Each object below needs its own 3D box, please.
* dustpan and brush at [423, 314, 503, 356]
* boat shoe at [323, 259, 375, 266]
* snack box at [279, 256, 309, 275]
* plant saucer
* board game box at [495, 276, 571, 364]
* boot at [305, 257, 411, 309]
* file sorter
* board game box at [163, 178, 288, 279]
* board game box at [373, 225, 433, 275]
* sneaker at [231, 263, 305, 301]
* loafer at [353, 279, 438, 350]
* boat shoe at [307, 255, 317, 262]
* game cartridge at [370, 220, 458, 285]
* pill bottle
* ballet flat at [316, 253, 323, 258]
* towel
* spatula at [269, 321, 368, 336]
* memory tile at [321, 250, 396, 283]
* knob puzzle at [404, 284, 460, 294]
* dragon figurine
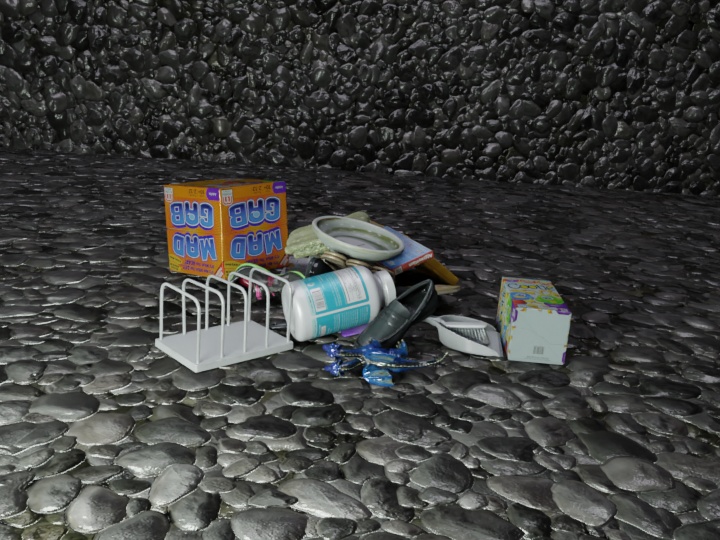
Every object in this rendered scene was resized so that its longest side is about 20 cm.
[{"bbox_3d":[0.168,0.108,1.458,0.199,0.058,0.140,4,16,6],"label":"dustpan and brush"},{"bbox_3d":[-0.024,0.014,1.741,0.199,0.072,0.069,-4,-22,-11],"label":"boat shoe"},{"bbox_3d":[-0.146,0.004,1.813,0.071,0.024,0.200,6,15,1],"label":"snack box"},{"bbox_3d":[-0.008,-0.056,1.605,0.199,0.050,0.200,14,20,-5],"label":"plant saucer"},{"bbox_3d":[0.327,0.092,1.481,0.104,0.104,0.200,5,16,1],"label":"board game box"},{"bbox_3d":[0.004,0.040,1.534,0.199,0.066,0.165,12,-21,20],"label":"boot"},{"bbox_3d":[-0.235,0.077,1.341,0.199,0.125,0.138,-10,21,-41],"label":"file sorter"},{"bbox_3d":[-0.307,-0.103,1.779,0.199,0.201,0.199,8,15,39],"label":"board game box"},{"bbox_3d":[0.064,-0.045,1.669,0.103,0.020,0.200,-23,27,-18],"label":"board game box"},{"bbox_3d":[-0.187,0.041,1.613,0.199,0.077,0.084,8,33,25],"label":"sneaker"},{"bbox_3d":[0.063,0.084,1.398,0.200,0.071,0.068,-36,49,-28],"label":"loafer"},{"bbox_3d":[-0.041,-0.015,1.850,0.199,0.071,0.064,-2,-22,-30],"label":"boat shoe"},{"bbox_3d":[0.120,-0.039,1.842,0.200,0.033,0.176,38,-6,-34],"label":"game cartridge"},{"bbox_3d":[-0.038,0.055,1.427,0.199,0.111,0.111,-13,21,-19],"label":"pill bottle"},{"bbox_3d":[-0.001,-0.029,1.771,0.199,0.071,0.065,1,4,-8],"label":"ballet flat"},{"bbox_3d":[-0.072,-0.082,1.753,0.199,0.037,0.148,-12,22,2],"label":"towel"},{"bbox_3d":[-0.075,0.107,1.470,0.199,0.021,0.057,2,20,-5],"label":"spatula"},{"bbox_3d":[0.000,0.000,1.585,0.153,0.017,0.200,18,-8,4],"label":"memory tile"},{"bbox_3d":[0.122,0.053,1.653,0.218,0.031,0.220,-3,1,0],"label":"knob puzzle"},{"bbox_3d":[0.037,0.152,1.266,0.199,0.059,0.099,10,16,21],"label":"dragon figurine"}]
